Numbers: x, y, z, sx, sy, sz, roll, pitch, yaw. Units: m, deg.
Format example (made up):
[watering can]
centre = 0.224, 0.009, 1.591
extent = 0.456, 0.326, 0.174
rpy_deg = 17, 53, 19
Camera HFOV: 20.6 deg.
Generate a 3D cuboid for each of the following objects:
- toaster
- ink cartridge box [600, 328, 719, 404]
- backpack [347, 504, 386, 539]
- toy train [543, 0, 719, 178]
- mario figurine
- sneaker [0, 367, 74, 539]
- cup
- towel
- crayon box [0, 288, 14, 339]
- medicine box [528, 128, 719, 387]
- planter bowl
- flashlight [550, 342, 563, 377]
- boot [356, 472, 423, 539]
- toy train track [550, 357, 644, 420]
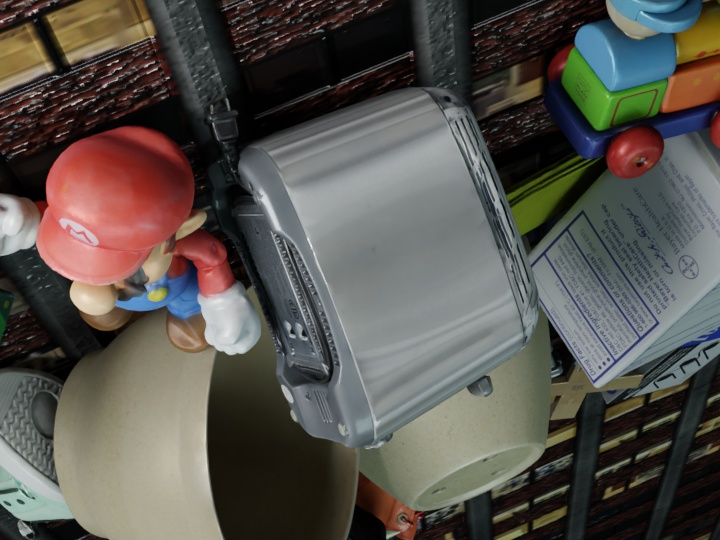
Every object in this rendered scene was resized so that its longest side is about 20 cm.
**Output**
[toaster]
centre = 0.006, -0.014, 1.044
extent = 0.129, 0.200, 0.114
rpy_deg = -24, -172, -19
[ink cartridge box]
centre = 0.288, 0.044, 1.688
extent = 0.094, 0.044, 0.200
rpy_deg = -12, 157, -35
[backpack]
centre = -0.080, 0.201, 1.472
extent = 0.153, 0.163, 0.200
rpy_deg = -19, 129, 20
[toy train]
centre = 0.207, -0.133, 1.100
extent = 0.200, 0.085, 0.116
rpy_deg = -15, 146, -23
[mario figurine]
centre = -0.126, 0.004, 1.019
extent = 0.123, 0.106, 0.200
rpy_deg = -21, 162, -3
[sneaker]
centre = -0.218, 0.123, 1.268
extent = 0.118, 0.074, 0.200
rpy_deg = -9, 153, 26
[cup]
centre = 0.052, 0.079, 1.359
extent = 0.200, 0.144, 0.200
rpy_deg = -21, 160, -8
[towel]
centre = 0.133, -0.051, 1.255
extent = 0.200, 0.018, 0.086
rpy_deg = -29, 162, -15
[crayon box]
centre = -0.259, 0.051, 0.956
extent = 0.051, 0.127, 0.200
rpy_deg = 17, 179, 27
[medicine box]
centre = 0.233, -0.036, 1.279
extent = 0.182, 0.103, 0.200
rpy_deg = -22, 162, -36
[planter bowl]
centre = -0.102, 0.105, 1.215
extent = 0.134, 0.201, 0.200
rpy_deg = -4, 170, 26
[flashlight]
centre = 0.051, 0.084, 1.495
extent = 0.200, 0.068, 0.068
rpy_deg = -22, -166, 5
[boot]
centre = 0.039, 0.155, 1.583
extent = 0.200, 0.107, 0.075
rpy_deg = -34, 169, 24
[toy train track]
centre = 0.187, 0.064, 1.646
extent = 0.114, 0.033, 0.200
rpy_deg = -5, 150, -13
